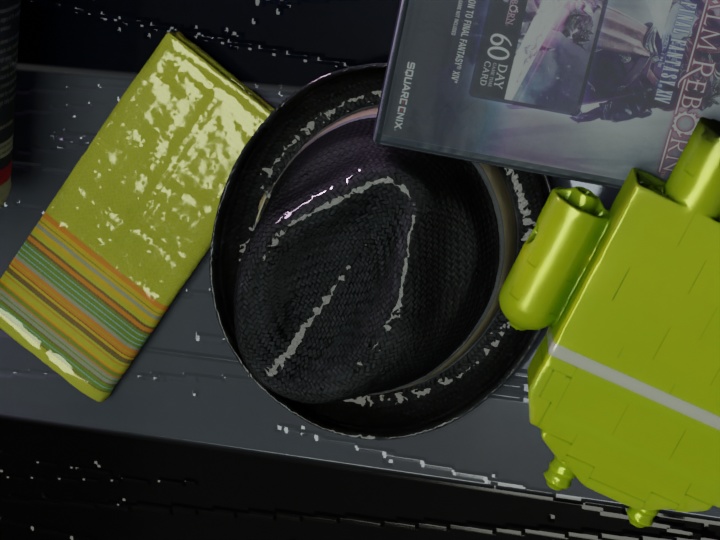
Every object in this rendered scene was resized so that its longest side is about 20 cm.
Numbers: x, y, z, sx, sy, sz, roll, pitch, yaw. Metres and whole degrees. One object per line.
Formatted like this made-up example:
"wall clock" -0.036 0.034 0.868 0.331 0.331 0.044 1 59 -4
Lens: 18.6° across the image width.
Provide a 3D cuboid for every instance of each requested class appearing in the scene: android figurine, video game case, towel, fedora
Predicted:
"android figurine" 0.156 0.032 1.041 0.182 0.041 0.200 22 110 -5
"video game case" 0.116 -0.106 1.010 0.200 0.019 0.143 11 120 -2
"towel" -0.121 -0.026 1.178 0.086 0.018 0.200 38 112 3
"fedora" 0.000 0.000 1.088 0.200 0.092 0.201 5 106 18

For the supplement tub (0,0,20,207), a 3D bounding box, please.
"supplement tub" -0.246 -0.128 1.133 0.140 0.140 0.200 12 106 19
